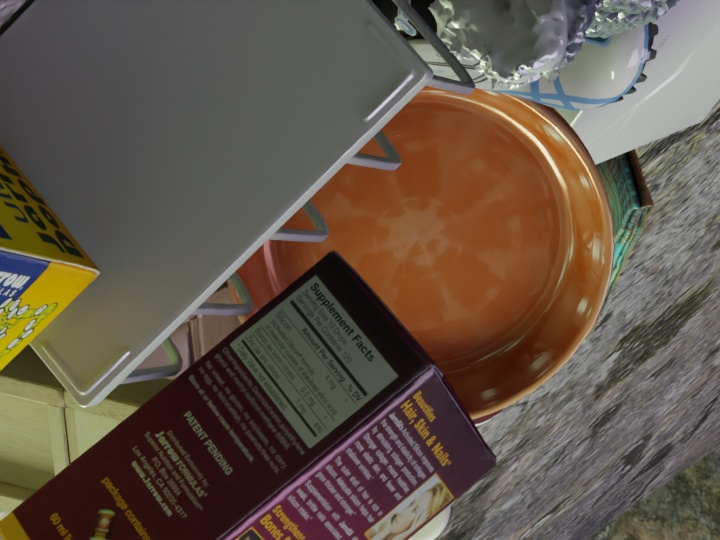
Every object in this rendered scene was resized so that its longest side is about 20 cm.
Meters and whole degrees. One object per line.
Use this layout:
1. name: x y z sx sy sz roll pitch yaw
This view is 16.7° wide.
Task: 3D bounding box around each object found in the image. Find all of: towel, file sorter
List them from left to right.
1. file sorter: -0.070 -0.062 1.050 0.200 0.139 0.124 -43 168 12
2. towel: 0.140 -0.057 1.589 0.022 0.147 0.200 -11 156 -13

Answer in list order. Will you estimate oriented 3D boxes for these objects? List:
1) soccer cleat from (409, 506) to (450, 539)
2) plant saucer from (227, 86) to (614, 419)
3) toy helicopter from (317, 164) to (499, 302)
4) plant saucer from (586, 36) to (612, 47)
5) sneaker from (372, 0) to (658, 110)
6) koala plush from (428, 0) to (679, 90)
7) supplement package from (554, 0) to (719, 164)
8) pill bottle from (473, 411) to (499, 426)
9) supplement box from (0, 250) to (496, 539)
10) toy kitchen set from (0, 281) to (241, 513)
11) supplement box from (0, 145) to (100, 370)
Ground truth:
1. soccer cleat: -0.024 0.091 1.497 0.069 0.200 0.078 -51 176 0
2. plant saucer: 0.030 -0.014 1.257 0.200 0.200 0.032 -44 -161 17
3. toy helicopter: 0.000 0.000 1.333 0.079 0.132 0.201 -43 159 -44
4. plant saucer: 0.096 -0.199 1.043 0.070 0.019 0.201 6 94 -47
5. sneaker: 0.058 -0.116 1.143 0.072 0.200 0.072 -6 105 -38
6. koala plush: 0.058 -0.166 0.931 0.177 0.200 0.184 -28 162 -39
7. supplement package: 0.153 -0.162 1.337 0.155 0.111 0.200 -22 158 -38
8. pill bottle: 0.062 0.025 1.502 0.114 0.114 0.200 -25 156 -45
9. supplement box: -0.049 0.101 1.116 0.200 0.086 0.110 -39 146 -3
10. toy kitchen set: -0.078 0.111 1.320 0.200 0.180 0.164 -24 116 -47
11. supplement box: -0.222 0.023 0.967 0.200 0.109 0.109 -42 165 10
